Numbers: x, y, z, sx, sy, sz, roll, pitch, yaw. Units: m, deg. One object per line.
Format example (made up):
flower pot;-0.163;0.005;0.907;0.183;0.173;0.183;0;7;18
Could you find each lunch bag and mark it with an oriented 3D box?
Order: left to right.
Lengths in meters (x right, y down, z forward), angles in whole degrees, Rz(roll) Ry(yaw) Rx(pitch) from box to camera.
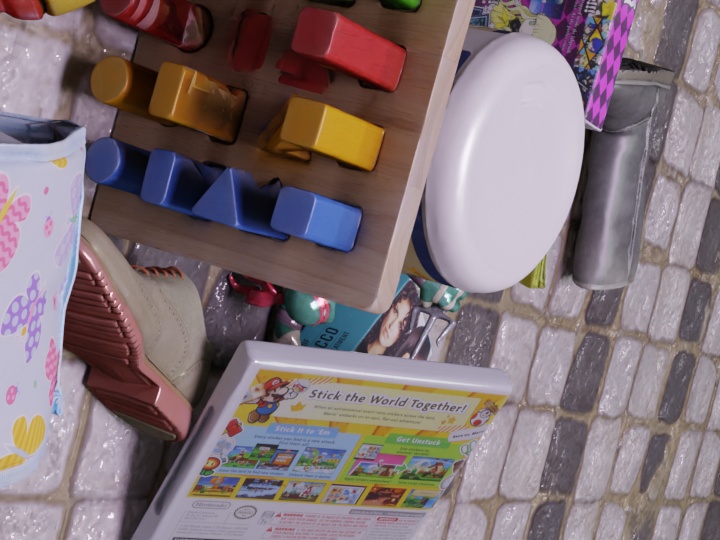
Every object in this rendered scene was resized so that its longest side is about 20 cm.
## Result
lunch bag;-0.216;0.012;0.731;0.199;0.127;0.171;-5;110;-46

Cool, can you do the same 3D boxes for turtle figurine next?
turtle figurine;0.000;0.000;1.078;0.200;0.149;0.101;-52;125;-45

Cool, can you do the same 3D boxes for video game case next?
video game case;-0.025;0.124;1.036;0.199;0.023;0.183;9;125;-35
video game case;0.102;-0.206;1.092;0.036;0.180;0.202;21;85;-58

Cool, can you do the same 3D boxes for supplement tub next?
supplement tub;0.012;-0.077;0.950;0.144;0.199;0.146;-26;124;-47

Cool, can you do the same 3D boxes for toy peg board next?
toy peg board;-0.063;-0.103;0.856;0.098;0.199;0.201;17;89;-57

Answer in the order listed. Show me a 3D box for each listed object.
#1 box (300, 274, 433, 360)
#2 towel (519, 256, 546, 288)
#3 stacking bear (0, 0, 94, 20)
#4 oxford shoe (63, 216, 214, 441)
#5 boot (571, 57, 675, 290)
box;-0.025;0.091;1.141;0.200;0.049;0.083;-51;142;-33
towel;0.136;-0.092;1.295;0.018;0.086;0.202;3;103;-21
stacking bear;-0.149;-0.163;0.754;0.199;0.114;0.122;-36;122;-10
oxford shoe;-0.133;0.019;0.930;0.074;0.070;0.200;-62;157;-26
boot;0.212;-0.083;1.439;0.181;0.072;0.202;-1;111;-56
